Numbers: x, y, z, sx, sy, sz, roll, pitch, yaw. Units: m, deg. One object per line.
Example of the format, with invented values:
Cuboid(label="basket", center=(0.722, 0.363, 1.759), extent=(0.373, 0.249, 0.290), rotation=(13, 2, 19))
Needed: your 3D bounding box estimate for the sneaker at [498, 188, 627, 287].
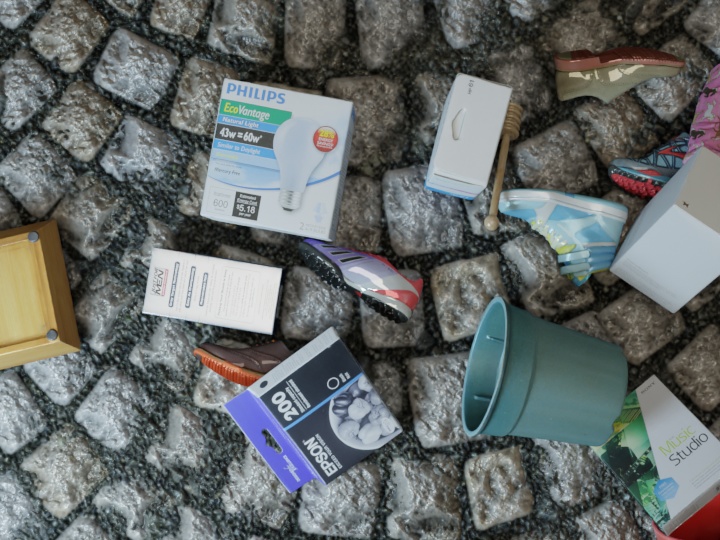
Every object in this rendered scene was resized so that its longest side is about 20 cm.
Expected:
Cuboid(label="sneaker", center=(0.292, -0.048, 1.732), extent=(0.196, 0.080, 0.133), rotation=(9, 87, 2))

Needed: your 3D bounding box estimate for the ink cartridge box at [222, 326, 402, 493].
Cuboid(label="ink cartridge box", center=(-0.067, 0.215, 1.704), extent=(0.199, 0.043, 0.199), rotation=(-35, 118, 0))

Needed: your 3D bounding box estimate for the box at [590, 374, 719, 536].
Cuboid(label="box", center=(0.430, 0.261, 1.680), extent=(0.144, 0.200, 0.036), rotation=(-39, 133, 0))

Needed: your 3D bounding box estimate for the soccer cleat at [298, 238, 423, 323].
Cuboid(label="soccer cleat", center=(0.000, 0.000, 1.747), extent=(0.198, 0.068, 0.074), rotation=(31, 71, 2))

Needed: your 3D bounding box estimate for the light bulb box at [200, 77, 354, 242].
Cuboid(label="light bulb box", center=(-0.117, -0.159, 1.717), extent=(0.195, 0.125, 0.204), rotation=(10, 89, 1))

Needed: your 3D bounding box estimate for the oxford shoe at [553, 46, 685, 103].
Cuboid(label="oxford shoe", center=(0.386, -0.292, 1.753), extent=(0.196, 0.071, 0.075), rotation=(-2, 113, 0))

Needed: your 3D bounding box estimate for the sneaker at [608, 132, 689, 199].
Cuboid(label="sneaker", center=(0.464, -0.157, 1.745), extent=(0.196, 0.079, 0.097), rotation=(6, 74, -5))

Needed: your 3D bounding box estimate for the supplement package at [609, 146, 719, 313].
Cuboid(label="supplement package", center=(0.463, -0.053, 1.654), extent=(0.119, 0.201, 0.122), rotation=(33, 60, 2))

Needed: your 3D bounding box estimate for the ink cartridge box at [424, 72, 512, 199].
Cuboid(label="ink cartridge box", center=(0.151, -0.187, 1.676), extent=(0.083, 0.200, 0.147), rotation=(15, 89, 1))

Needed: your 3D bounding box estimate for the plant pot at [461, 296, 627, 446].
Cuboid(label="plant pot", center=(0.266, 0.159, 1.678), extent=(0.193, 0.200, 0.204), rotation=(14, 89, -6))

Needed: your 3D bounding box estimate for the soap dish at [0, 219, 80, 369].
Cuboid(label="soap dish", center=(-0.513, 0.037, 1.739), extent=(0.155, 0.081, 0.204), rotation=(-12, 87, 1))

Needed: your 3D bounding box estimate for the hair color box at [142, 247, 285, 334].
Cuboid(label="hair color box", center=(-0.217, 0.031, 1.745), extent=(0.196, 0.061, 0.102), rotation=(10, 88, 1))

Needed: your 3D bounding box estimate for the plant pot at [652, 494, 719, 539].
Cuboid(label="plant pot", center=(0.530, 0.424, 1.668), extent=(0.197, 0.201, 0.180), rotation=(-16, 99, 0))

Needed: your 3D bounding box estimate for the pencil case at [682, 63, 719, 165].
Cuboid(label="pencil case", center=(0.528, -0.211, 1.693), extent=(0.083, 0.086, 0.202), rotation=(42, 56, -26))

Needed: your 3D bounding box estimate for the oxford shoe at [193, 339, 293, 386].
Cuboid(label="oxford shoe", center=(-0.150, 0.136, 1.745), extent=(0.197, 0.071, 0.074), rotation=(19, 71, -5))

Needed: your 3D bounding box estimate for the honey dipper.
Cuboid(label="honey dipper", center=(0.206, -0.151, 1.726), extent=(0.037, 0.038, 0.203), rotation=(12, 71, 1))
